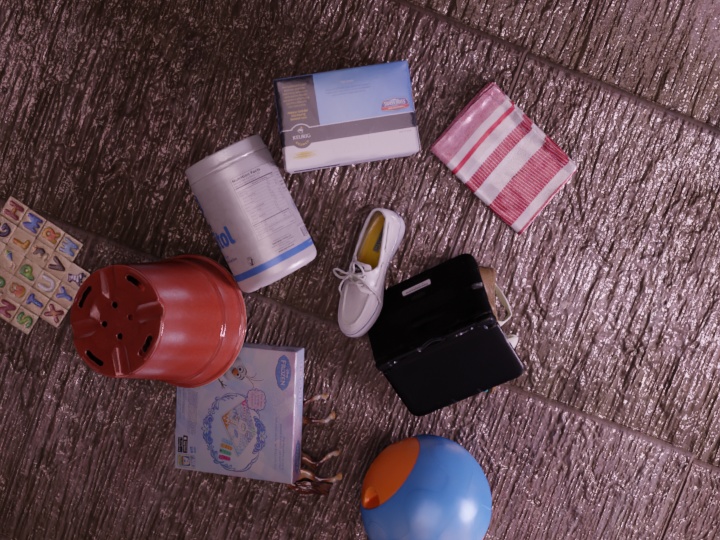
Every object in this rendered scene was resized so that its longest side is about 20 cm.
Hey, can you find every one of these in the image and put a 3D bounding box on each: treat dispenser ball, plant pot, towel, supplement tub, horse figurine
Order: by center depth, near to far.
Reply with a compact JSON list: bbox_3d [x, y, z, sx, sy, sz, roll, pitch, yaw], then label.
[{"bbox_3d":[-0.293,0.070,1.239,0.198,0.195,0.204,-1,86,19],"label":"plant pot"},{"bbox_3d":[-0.161,-0.083,1.297,0.131,0.132,0.202,-27,95,0],"label":"supplement tub"},{"bbox_3d":[0.098,0.350,1.313,0.197,0.201,0.205,0,95,-3],"label":"treat dispenser ball"},{"bbox_3d":[0.225,-0.175,1.364,0.200,0.023,0.144,42,93,-6],"label":"towel"},{"bbox_3d":[-0.099,0.270,1.369,0.130,0.050,0.203,-9,100,7],"label":"horse figurine"}]

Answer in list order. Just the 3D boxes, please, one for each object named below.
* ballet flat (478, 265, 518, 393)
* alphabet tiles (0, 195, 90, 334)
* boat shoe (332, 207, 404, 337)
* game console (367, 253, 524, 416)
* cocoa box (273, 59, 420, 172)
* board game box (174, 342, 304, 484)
[{"bbox_3d":[0.207,0.088,1.372,0.071,0.068,0.203,-13,92,-18],"label":"ballet flat"},{"bbox_3d":[-0.525,-0.007,1.346,0.199,0.006,0.168,34,93,-5],"label":"alphabet tiles"},{"bbox_3d":[0.004,0.001,1.323,0.074,0.086,0.205,24,92,29],"label":"boat shoe"},{"bbox_3d":[0.125,0.101,1.347,0.198,0.116,0.178,-25,60,19],"label":"game console"},{"bbox_3d":[-0.023,-0.224,1.289,0.197,0.133,0.134,-9,95,-2],"label":"cocoa box"},{"bbox_3d":[-0.186,0.212,1.338,0.196,0.043,0.204,4,96,16],"label":"board game box"}]
